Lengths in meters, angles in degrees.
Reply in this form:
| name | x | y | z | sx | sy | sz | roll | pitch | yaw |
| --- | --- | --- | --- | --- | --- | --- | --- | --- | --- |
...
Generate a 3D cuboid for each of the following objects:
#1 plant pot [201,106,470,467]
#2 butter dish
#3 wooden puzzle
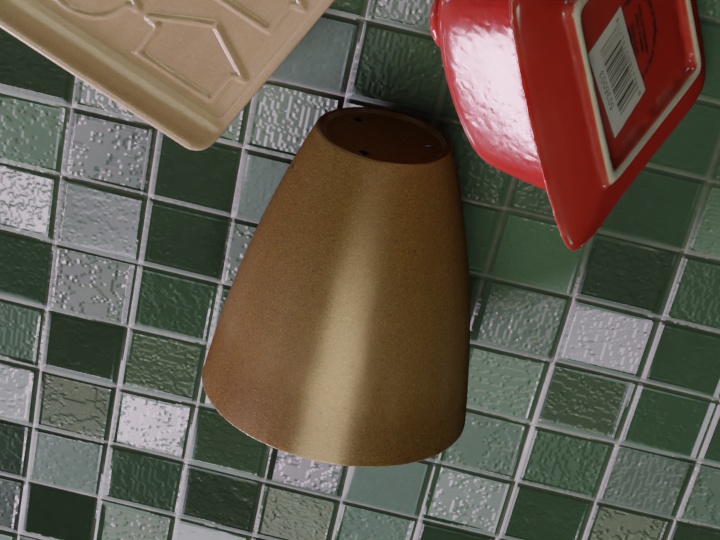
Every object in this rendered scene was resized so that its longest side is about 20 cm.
| name | x | y | z | sx | sy | sz | roll | pitch | yaw |
| --- | --- | --- | --- | --- | --- | --- | --- | --- | --- |
| plant pot | 0.000 | 0.000 | 1.586 | 0.185 | 0.187 | 0.201 | 12 | 116 | 1 |
| butter dish | 0.110 | -0.149 | 1.451 | 0.147 | 0.200 | 0.201 | 11 | 134 | 33 |
| wooden puzzle | -0.120 | -0.197 | 1.524 | 0.185 | 0.046 | 0.200 | 32 | 123 | -16 |
